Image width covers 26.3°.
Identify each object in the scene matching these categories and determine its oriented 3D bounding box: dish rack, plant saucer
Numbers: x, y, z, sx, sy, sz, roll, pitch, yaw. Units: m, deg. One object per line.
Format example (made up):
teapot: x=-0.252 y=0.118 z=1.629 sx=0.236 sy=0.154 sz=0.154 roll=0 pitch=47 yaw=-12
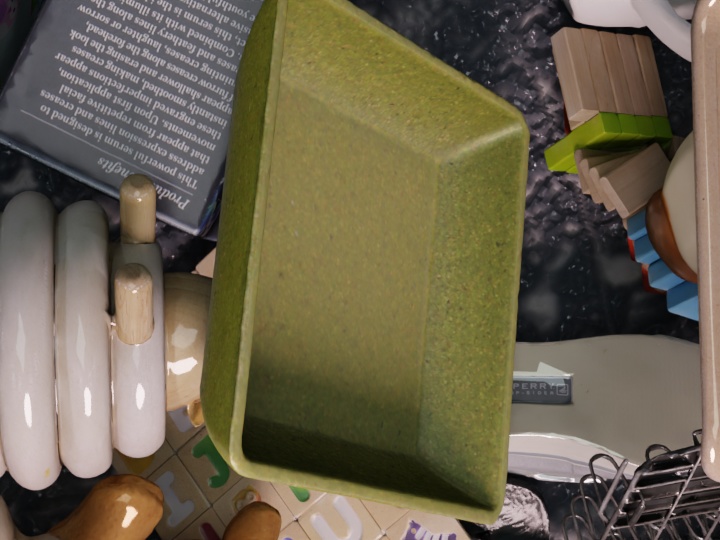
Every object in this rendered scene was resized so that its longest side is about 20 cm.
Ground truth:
dish rack: x=0.155 y=0.117 z=0.706 sx=0.153 sy=0.200 sz=0.055 roll=-7 pitch=52 yaw=-17
plant saucer: x=0.000 y=0.000 z=0.670 sx=0.048 sy=0.200 sz=0.201 roll=-4 pitch=75 yaw=36

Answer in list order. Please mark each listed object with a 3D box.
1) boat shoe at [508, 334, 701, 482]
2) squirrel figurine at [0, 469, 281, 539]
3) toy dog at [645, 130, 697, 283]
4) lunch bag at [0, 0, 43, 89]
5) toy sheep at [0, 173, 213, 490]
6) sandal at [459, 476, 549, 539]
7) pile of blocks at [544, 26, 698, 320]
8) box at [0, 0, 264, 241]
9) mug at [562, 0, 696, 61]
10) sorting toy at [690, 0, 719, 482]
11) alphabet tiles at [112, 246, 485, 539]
boat shoe: x=0.108 y=0.071 z=0.777 sx=0.200 sy=0.072 sz=0.070 roll=5 pitch=73 yaw=5
squirrel figurine: x=-0.154 y=0.176 z=0.708 sx=0.186 sy=0.142 sz=0.200 roll=20 pitch=130 yaw=-12
toy dog: x=0.234 y=-0.034 z=0.714 sx=0.199 sy=0.140 sz=0.195 roll=-5 pitch=69 yaw=-32
lunch bag: x=-0.201 y=-0.133 z=0.704 sx=0.077 sy=0.200 sz=0.161 roll=19 pitch=92 yaw=1
toy sheep: x=-0.144 y=0.027 z=0.649 sx=0.199 sy=0.138 sz=0.139 roll=1 pitch=90 yaw=-5
sandal: x=0.008 y=0.171 z=0.776 sx=0.200 sy=0.048 sz=0.076 roll=-27 pitch=104 yaw=4
pile of blocks: x=0.142 y=-0.025 z=0.775 sx=0.082 sy=0.062 sz=0.201 roll=-27 pitch=85 yaw=-38
box: x=-0.075 y=-0.125 z=0.732 sx=0.107 sy=0.148 sz=0.201 roll=26 pitch=90 yaw=-1
mug: x=0.171 y=-0.177 z=0.722 sx=0.175 sy=0.148 sz=0.201 roll=-25 pitch=56 yaw=8
sorting toy: x=0.221 y=-0.014 z=0.626 sx=0.184 sy=0.036 sz=0.201 roll=1 pitch=87 yaw=-10
alphabet tiles: x=-0.039 y=0.086 z=0.764 sx=0.166 sy=0.006 sz=0.200 roll=-41 pitch=74 yaw=15
